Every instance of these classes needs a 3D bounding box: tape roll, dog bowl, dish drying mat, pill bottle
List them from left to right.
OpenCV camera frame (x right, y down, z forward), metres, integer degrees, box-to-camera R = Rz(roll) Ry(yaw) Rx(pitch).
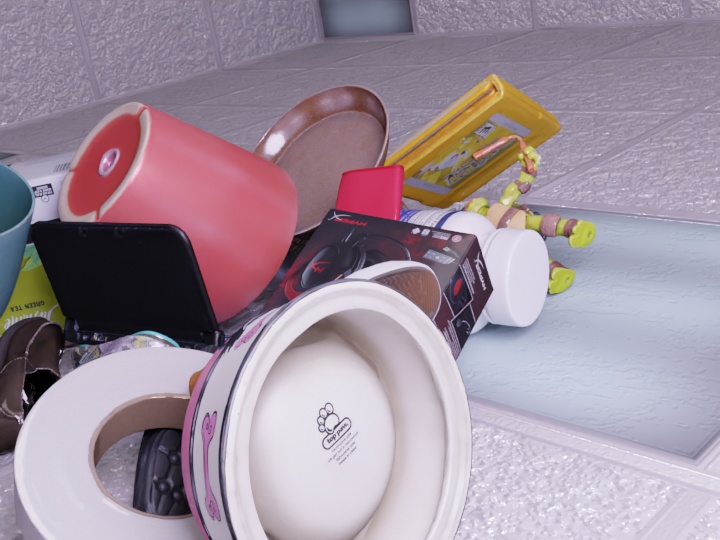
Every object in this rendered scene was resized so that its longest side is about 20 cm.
[{"bbox_3d":[-0.130,0.135,0.637,0.202,0.037,0.203,10,39,-8],"label":"tape roll"},{"bbox_3d":[-0.022,0.108,0.572,0.074,0.201,0.200,-7,16,47],"label":"dog bowl"},{"bbox_3d":[0.000,0.000,0.879,0.077,0.201,0.018,-2,-16,33],"label":"dish drying mat"},{"bbox_3d":[0.074,0.001,0.914,0.200,0.120,0.120,5,25,35],"label":"pill bottle"}]

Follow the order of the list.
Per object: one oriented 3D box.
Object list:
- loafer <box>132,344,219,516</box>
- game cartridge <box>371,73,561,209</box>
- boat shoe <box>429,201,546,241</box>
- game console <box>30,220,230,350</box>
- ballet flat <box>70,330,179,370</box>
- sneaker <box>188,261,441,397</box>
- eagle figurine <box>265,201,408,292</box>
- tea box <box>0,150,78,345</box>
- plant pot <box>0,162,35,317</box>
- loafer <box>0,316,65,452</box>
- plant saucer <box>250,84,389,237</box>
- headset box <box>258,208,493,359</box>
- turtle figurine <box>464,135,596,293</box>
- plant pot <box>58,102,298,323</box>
[{"bbox_3d":[-0.138,0.138,0.737,0.070,0.068,0.201,-44,18,24],"label":"loafer"},{"bbox_3d":[0.122,-0.135,1.056,0.176,0.033,0.200,-36,-21,23],"label":"game cartridge"},{"bbox_3d":[0.130,-0.050,1.110,0.075,0.062,0.200,-25,25,-37],"label":"boat shoe"},{"bbox_3d":[-0.192,0.021,0.906,0.199,0.117,0.176,4,-3,32],"label":"game console"},{"bbox_3d":[-0.227,0.099,0.854,0.072,0.072,0.200,-24,4,-34],"label":"ballet flat"},{"bbox_3d":[-0.036,0.044,0.672,0.200,0.073,0.085,-28,25,-26],"label":"sneaker"},{"bbox_3d":[-0.046,-0.058,1.111,0.200,0.151,0.152,-24,0,0],"label":"eagle figurine"},{"bbox_3d":[-0.361,-0.021,1.068,0.199,0.197,0.134,-13,19,-5],"label":"tea box"},{"bbox_3d":[-0.424,-0.007,0.896,0.200,0.161,0.201,13,29,-8],"label":"plant pot"},{"bbox_3d":[-0.312,0.110,0.887,0.071,0.073,0.200,-3,28,3],"label":"loafer"},{"bbox_3d":[-0.047,-0.114,1.023,0.200,0.034,0.201,-20,50,25],"label":"plant saucer"},{"bbox_3d":[-0.002,0.054,0.761,0.148,0.075,0.200,13,56,32],"label":"headset box"},{"bbox_3d":[0.161,-0.036,1.004,0.161,0.200,0.064,33,-1,39],"label":"turtle figurine"},{"bbox_3d":[-0.192,-0.066,0.956,0.200,0.177,0.201,-25,49,32],"label":"plant pot"}]
